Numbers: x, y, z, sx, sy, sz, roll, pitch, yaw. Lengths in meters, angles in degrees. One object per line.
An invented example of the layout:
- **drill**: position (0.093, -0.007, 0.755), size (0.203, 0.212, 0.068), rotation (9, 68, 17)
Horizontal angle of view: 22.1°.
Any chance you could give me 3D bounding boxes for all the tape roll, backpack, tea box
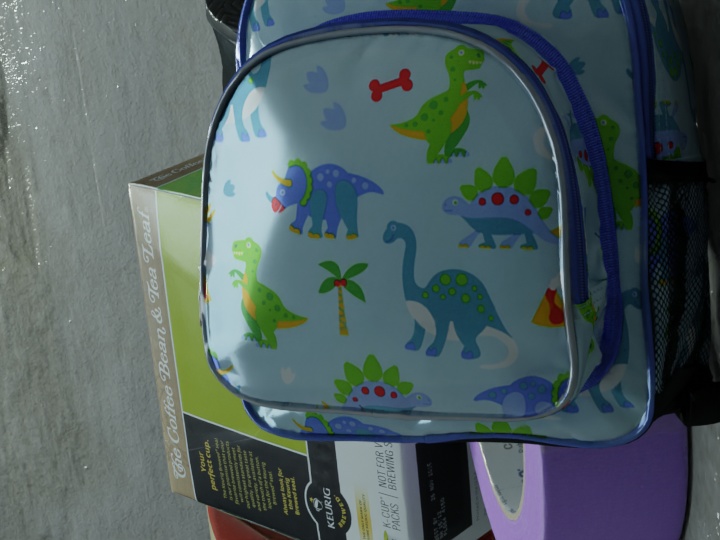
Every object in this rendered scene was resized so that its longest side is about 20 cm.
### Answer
- **tape roll**: position (0.090, 0.041, 0.848), size (0.200, 0.065, 0.201), rotation (172, 90, -84)
- **backpack**: position (0.034, -0.037, 0.675), size (0.147, 0.182, 0.201), rotation (-9, -82, -65)
- **tea box**: position (-0.010, 0.038, 1.040), size (0.196, 0.133, 0.201), rotation (14, 119, 38)

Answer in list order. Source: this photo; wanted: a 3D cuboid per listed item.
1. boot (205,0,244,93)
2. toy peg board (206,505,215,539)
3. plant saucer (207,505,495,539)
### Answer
- **boot**: position (-0.036, -0.097, 1.298), size (0.165, 0.066, 0.200), rotation (43, 156, 26)
- **toy peg board**: position (-0.009, 0.182, 1.414), size (0.098, 0.199, 0.201), rotation (-174, 75, -68)
- **plant saucer**: position (-0.007, 0.171, 1.193), size (0.037, 0.199, 0.200), rotation (-54, 5, 19)
